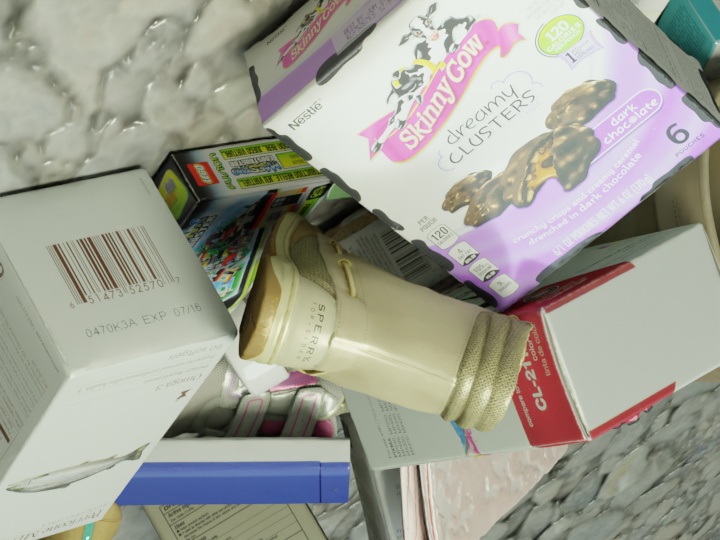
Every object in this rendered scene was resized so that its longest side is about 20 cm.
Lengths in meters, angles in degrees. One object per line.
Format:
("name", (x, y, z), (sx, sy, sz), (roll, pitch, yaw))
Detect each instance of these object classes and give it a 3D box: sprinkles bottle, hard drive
("sprinkles bottle", (0.000, 0.000, 1.735), (0.199, 0.068, 0.068), (-31, 160, -1))
("hard drive", (-0.107, 0.130, 1.785), (0.199, 0.026, 0.132), (0, 166, -1))

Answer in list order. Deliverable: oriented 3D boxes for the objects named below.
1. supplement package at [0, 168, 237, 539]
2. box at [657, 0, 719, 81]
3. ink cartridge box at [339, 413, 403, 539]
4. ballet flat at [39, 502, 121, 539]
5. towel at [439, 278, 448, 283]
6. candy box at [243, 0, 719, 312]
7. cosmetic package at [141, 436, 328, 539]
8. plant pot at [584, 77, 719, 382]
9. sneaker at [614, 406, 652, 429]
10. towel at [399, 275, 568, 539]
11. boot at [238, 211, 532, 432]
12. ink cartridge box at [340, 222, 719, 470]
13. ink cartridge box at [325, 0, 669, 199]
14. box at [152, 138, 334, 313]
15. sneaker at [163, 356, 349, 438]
("supplement package", (-0.176, 0.055, 1.542), (0.117, 0.118, 0.200), (-15, 154, -39))
("box", (0.219, -0.121, 1.795), (0.082, 0.049, 0.200), (-21, 157, -24))
("ink cartridge box", (0.029, 0.180, 1.934), (0.044, 0.177, 0.200), (-13, -174, -4))
("ballet flat", (-0.203, 0.182, 1.804), (0.068, 0.063, 0.200), (9, 165, -13))
("towel", (0.072, 0.029, 1.868), (0.144, 0.023, 0.200), (-68, 158, -1))
("candy box", (0.067, -0.095, 1.480), (0.168, 0.072, 0.200), (-39, 126, 20))
("cosmetic package", (-0.067, 0.211, 1.935), (0.105, 0.201, 0.071), (-29, 161, -2))
("plant pot", (0.194, -0.009, 1.739), (0.173, 0.201, 0.200), (-15, 171, 34))
("sneaker", (0.186, 0.004, 1.875), (0.080, 0.201, 0.075), (5, 160, 34))
("towel", (0.084, 0.081, 1.826), (0.200, 0.032, 0.192), (-37, 131, -50))
("boot", (0.015, 0.029, 1.530), (0.200, 0.155, 0.073), (-93, -160, -81))
("ink cartridge box", (0.101, 0.047, 1.631), (0.145, 0.083, 0.200), (-27, -171, -38))
("ink cartridge box", (0.083, -0.107, 1.595), (0.145, 0.048, 0.200), (-5, 134, -52))
("box", (-0.106, -0.002, 1.630), (0.110, 0.035, 0.200), (-12, 152, -42))
("sneaker", (-0.057, 0.079, 1.805), (0.199, 0.088, 0.081), (-20, 157, -28))
